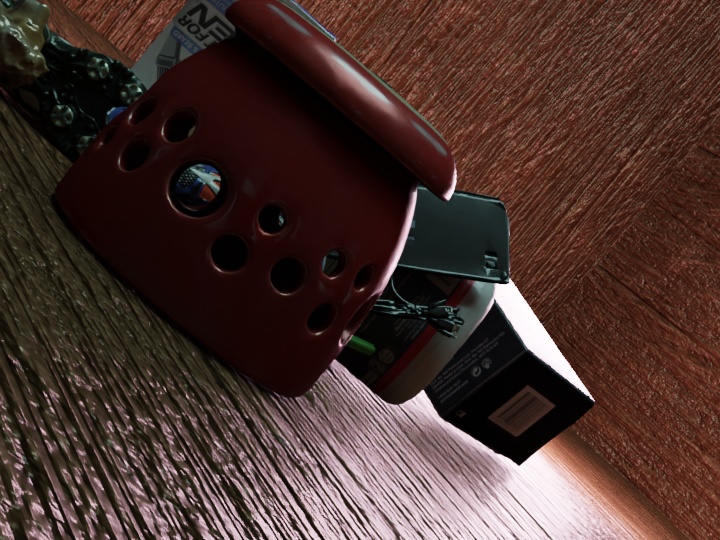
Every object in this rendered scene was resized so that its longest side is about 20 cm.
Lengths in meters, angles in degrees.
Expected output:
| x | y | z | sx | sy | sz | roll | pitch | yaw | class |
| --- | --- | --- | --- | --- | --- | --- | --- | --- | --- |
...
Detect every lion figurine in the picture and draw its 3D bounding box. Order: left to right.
| x | y | z | sx | sy | sz | roll | pitch | yaw | class |
| --- | --- | --- | --- | --- | --- | --- | --- | --- | --- |
| -0.295 | -0.179 | 0.908 | 0.123 | 0.073 | 0.200 | 50 | 21 | 24 | lion figurine |

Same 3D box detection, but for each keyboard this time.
| x | y | z | sx | sy | sz | roll | pitch | yaw | class |
| --- | --- | --- | --- | --- | --- | --- | --- | --- | --- |
| 0.023 | -0.013 | 1.093 | 0.198 | 0.128 | 0.021 | 9 | -25 | -13 | keyboard |

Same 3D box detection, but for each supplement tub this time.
| x | y | z | sx | sy | sz | roll | pitch | yaw | class |
| --- | --- | --- | --- | --- | --- | --- | --- | --- | --- |
| 0.000 | 0.000 | 1.169 | 0.200 | 0.141 | 0.140 | 41 | 3 | -1 | supplement tub |

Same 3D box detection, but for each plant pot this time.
| x | y | z | sx | sy | sz | roll | pitch | yaw | class |
| --- | --- | --- | --- | --- | --- | --- | --- | --- | --- |
| -0.057 | -0.053 | 0.862 | 0.200 | 0.183 | 0.200 | 38 | 4 | -3 | plant pot |

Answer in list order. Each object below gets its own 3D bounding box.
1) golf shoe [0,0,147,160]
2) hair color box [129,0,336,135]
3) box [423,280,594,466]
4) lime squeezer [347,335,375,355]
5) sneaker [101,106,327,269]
| x | y | z | sx | sy | sz | roll | pitch | yaw | class |
| --- | --- | --- | --- | --- | --- | --- | --- | --- | --- |
| -0.220 | -0.138 | 1.070 | 0.200 | 0.077 | 0.088 | 41 | -4 | -1 | golf shoe |
| -0.123 | -0.144 | 1.130 | 0.109 | 0.200 | 0.065 | 40 | 5 | -4 | hair color box |
| 0.125 | 0.077 | 1.511 | 0.196 | 0.117 | 0.200 | 36 | 18 | -53 | box |
| -0.072 | 0.009 | 1.075 | 0.200 | 0.038 | 0.071 | 42 | 7 | -3 | lime squeezer |
| -0.105 | -0.048 | 1.009 | 0.200 | 0.079 | 0.075 | 43 | -15 | -5 | sneaker |
